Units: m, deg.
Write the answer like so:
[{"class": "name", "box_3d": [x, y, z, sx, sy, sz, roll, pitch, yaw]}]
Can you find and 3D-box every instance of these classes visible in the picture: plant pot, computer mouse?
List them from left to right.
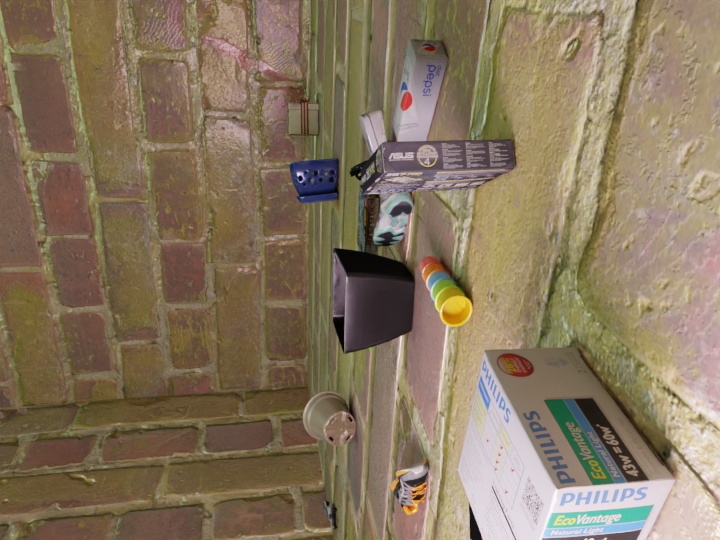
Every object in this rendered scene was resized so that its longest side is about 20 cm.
[{"class": "plant pot", "box_3d": [-0.197, -0.387, 2.526, 0.200, 0.197, 0.183, -145, 48, -76]}, {"class": "computer mouse", "box_3d": [-0.149, 1.232, 2.967, 0.200, 0.043, 0.112, -175, 79, -74]}, {"class": "plant pot", "box_3d": [-0.108, 0.600, 2.294, 0.183, 0.197, 0.204, -169, 77, -67]}, {"class": "plant pot", "box_3d": [0.031, 0.065, 1.413, 0.200, 0.174, 0.203, -118, 28, -69]}]

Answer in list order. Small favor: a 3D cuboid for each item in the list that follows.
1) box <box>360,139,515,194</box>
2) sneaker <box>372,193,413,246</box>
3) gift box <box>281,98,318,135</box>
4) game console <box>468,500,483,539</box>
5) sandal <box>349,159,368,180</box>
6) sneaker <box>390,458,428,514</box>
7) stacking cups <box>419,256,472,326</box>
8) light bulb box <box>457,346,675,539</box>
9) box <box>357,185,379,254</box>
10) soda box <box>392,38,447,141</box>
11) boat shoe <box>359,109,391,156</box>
[{"class": "box", "box_3d": [0.110, -0.154, 0.883, 0.161, 0.196, 0.050, 172, 94, -80]}, {"class": "sneaker", "box_3d": [0.076, -0.162, 1.429, 0.201, 0.076, 0.142, 119, 150, -53]}, {"class": "gift box", "box_3d": [-0.322, -0.821, 3.110, 0.184, 0.197, 0.190, -147, 57, -71]}, {"class": "game console", "box_3d": [0.213, 0.489, 0.927, 0.177, 0.030, 0.204, 178, 91, -84]}, {"class": "sandal", "box_3d": [0.009, -0.306, 1.791, 0.049, 0.075, 0.200, 63, 179, -5]}, {"class": "sneaker", "box_3d": [0.121, 0.489, 1.313, 0.201, 0.077, 0.078, 97, 153, -54]}, {"class": "stacking cups", "box_3d": [0.147, 0.031, 1.087, 0.200, 0.059, 0.061, -115, 25, -64]}, {"class": "light bulb box", "box_3d": [0.205, 0.224, 0.642, 0.199, 0.123, 0.203, -108, 20, -57]}, {"class": "box", "box_3d": [0.022, -0.146, 1.786, 0.137, 0.039, 0.203, -112, 22, -64]}, {"class": "soda box", "box_3d": [0.116, -0.356, 1.170, 0.201, 0.067, 0.064, 102, 162, -50]}, {"class": "boat shoe", "box_3d": [0.056, -0.317, 1.507, 0.072, 0.065, 0.202, -126, 15, -66]}]
